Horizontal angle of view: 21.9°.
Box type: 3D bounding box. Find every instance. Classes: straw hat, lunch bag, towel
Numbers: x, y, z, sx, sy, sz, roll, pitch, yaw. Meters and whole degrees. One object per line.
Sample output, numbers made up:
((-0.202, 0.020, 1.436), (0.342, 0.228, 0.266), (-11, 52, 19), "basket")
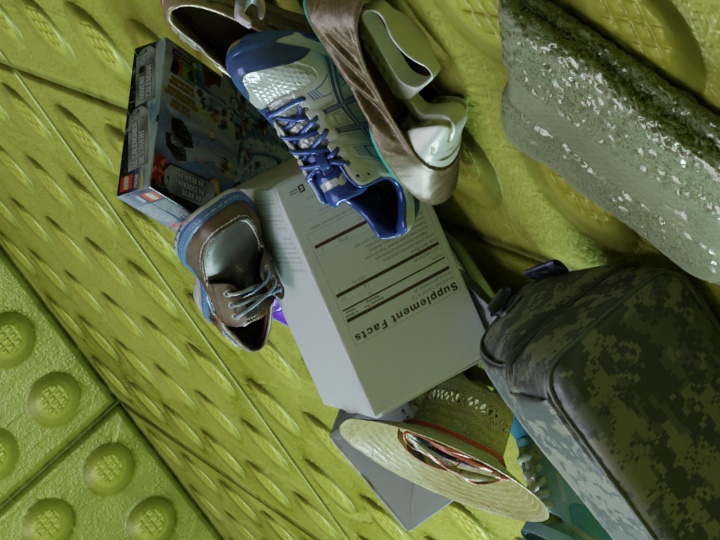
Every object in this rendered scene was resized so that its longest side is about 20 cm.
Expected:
((0.084, 0.128, 1.527), (0.200, 0.086, 0.201), (22, 164, 6), "straw hat")
((0.179, 0.095, 1.283), (0.200, 0.139, 0.168), (53, 163, -13), "lunch bag")
((0.158, -0.077, 1.124), (0.200, 0.036, 0.149), (41, 162, 25), "towel")

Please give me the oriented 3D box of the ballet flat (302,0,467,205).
((0.033, -0.128, 1.313), (0.072, 0.068, 0.201), (-2, 127, 45), "ballet flat")

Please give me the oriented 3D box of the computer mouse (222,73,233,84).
((-0.067, -0.155, 1.544), (0.059, 0.034, 0.200), (55, 163, -21), "computer mouse")

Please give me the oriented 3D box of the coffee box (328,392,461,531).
((0.046, 0.142, 1.707), (0.115, 0.080, 0.200), (51, -167, -6), "coffee box")

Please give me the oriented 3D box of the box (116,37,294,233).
((-0.117, -0.086, 1.545), (0.040, 0.138, 0.200), (-14, 149, 33), "box")

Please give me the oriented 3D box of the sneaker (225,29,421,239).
((-0.019, -0.096, 1.346), (0.075, 0.089, 0.200), (-24, 137, 37), "sneaker")

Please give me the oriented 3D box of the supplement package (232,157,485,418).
((0.000, 0.000, 1.497), (0.201, 0.119, 0.121), (67, 161, -11), "supplement package")

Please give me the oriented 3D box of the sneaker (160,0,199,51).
((-0.109, -0.224, 1.412), (0.082, 0.078, 0.200), (36, 161, 32), "sneaker")

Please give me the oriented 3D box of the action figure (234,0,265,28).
((-0.055, -0.247, 1.111), (0.149, 0.134, 0.200), (51, 161, -6), "action figure")

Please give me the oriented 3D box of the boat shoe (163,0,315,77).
((-0.077, -0.161, 1.386), (0.200, 0.071, 0.065), (33, -141, -37), "boat shoe")

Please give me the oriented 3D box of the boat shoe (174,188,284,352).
((-0.094, 0.004, 1.470), (0.072, 0.072, 0.200), (51, 169, 20), "boat shoe")

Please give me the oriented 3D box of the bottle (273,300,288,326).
((-0.061, 0.020, 1.757), (0.083, 0.065, 0.200), (35, -176, 30), "bottle")

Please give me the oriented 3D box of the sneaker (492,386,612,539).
((0.156, 0.194, 1.595), (0.200, 0.130, 0.080), (46, 166, 9), "sneaker")

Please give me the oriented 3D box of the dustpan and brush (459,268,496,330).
((0.152, 0.085, 1.516), (0.140, 0.057, 0.201), (45, 163, 58), "dustpan and brush")
